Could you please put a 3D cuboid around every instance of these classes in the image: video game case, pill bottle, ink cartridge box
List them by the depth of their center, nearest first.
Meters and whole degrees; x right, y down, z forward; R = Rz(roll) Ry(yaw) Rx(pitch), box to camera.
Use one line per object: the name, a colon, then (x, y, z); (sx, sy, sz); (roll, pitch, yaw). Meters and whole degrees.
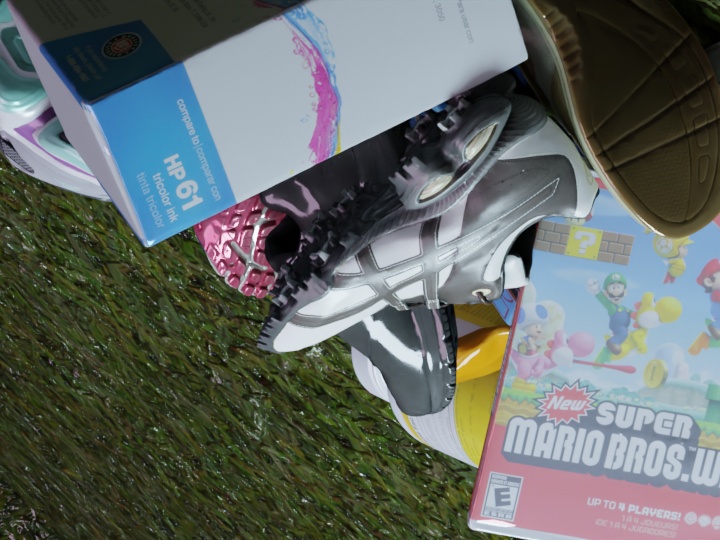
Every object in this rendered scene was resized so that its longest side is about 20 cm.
ink cartridge box: (-0.043, -0.112, 1.210); (0.145, 0.199, 0.085); (49, 164, 58)
video game case: (0.142, 0.049, 1.296); (0.142, 0.201, 0.017); (10, -159, -3)
pill bottle: (0.086, 0.067, 1.626); (0.200, 0.112, 0.112); (21, 154, 49)

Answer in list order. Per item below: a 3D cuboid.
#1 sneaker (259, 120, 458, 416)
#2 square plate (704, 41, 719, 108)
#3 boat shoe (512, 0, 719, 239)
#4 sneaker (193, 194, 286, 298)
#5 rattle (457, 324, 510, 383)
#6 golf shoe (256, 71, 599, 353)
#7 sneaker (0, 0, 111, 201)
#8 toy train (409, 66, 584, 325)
sneaker: (0.000, 0.000, 1.365); (0.076, 0.090, 0.201); (-95, -9, -49)
square plate: (0.250, -0.041, 1.164); (0.200, 0.028, 0.198); (44, 163, -6)
boat shoe: (0.108, -0.108, 1.229); (0.201, 0.074, 0.066); (63, 169, -9)
sneaker: (-0.034, -0.044, 1.452); (0.075, 0.200, 0.081); (40, 118, 17)
rattle: (0.147, 0.092, 1.477); (0.200, 0.143, 0.130); (51, 173, -13)
golf shoe: (0.029, -0.006, 1.250); (0.094, 0.078, 0.200); (38, 129, -14)
sneaker: (-0.186, -0.102, 1.386); (0.200, 0.078, 0.140); (43, 164, 3)
toy train: (0.087, -0.034, 1.369); (0.200, 0.086, 0.114); (57, 162, 18)
